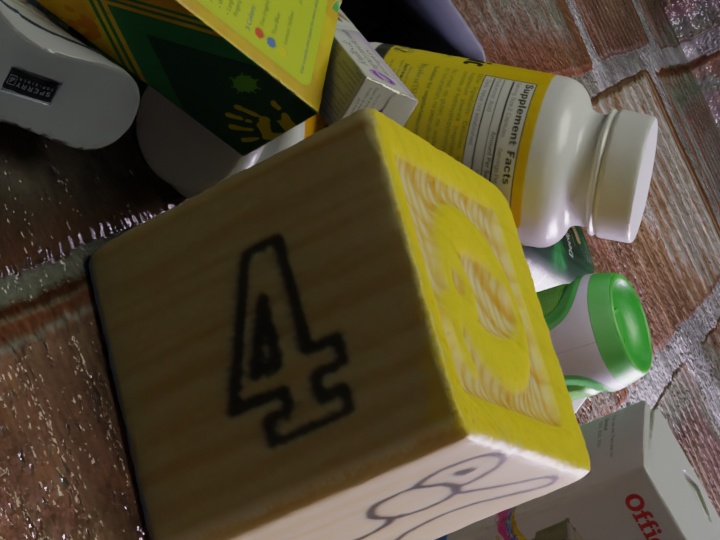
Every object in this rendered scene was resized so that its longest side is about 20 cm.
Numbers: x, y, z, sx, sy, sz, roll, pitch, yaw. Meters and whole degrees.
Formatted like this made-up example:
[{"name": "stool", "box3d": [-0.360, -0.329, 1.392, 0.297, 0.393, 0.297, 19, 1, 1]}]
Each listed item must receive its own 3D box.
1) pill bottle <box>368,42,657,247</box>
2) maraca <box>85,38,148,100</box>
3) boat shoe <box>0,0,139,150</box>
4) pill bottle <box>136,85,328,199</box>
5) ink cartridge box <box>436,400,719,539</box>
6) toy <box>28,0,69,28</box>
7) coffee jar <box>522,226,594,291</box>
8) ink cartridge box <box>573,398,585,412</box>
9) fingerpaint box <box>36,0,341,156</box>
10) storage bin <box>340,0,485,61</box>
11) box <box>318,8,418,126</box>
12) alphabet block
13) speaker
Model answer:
[{"name": "pill bottle", "box3d": [0.086, -0.077, 1.223, 0.111, 0.198, 0.113, 12, 90, -77]}, {"name": "maraca", "box3d": [-0.138, -0.210, 1.222, 0.137, 0.106, 0.202, 25, 69, -54]}, {"name": "boat shoe", "box3d": [-0.206, -0.125, 1.019, 0.199, 0.071, 0.070, 18, 18, -49]}, {"name": "pill bottle", "box3d": [-0.070, -0.099, 1.247, 0.110, 0.109, 0.200, 66, 21, 2]}, {"name": "ink cartridge box", "box3d": [0.143, 0.198, 1.308, 0.145, 0.199, 0.085, 57, 22, -20]}, {"name": "toy", "box3d": [-0.227, -0.208, 1.071, 0.200, 0.047, 0.116, 50, 25, -36]}, {"name": "coffee jar", "box3d": [0.086, -0.028, 1.368, 0.199, 0.085, 0.105, 19, 45, -55]}, {"name": "ink cartridge box", "box3d": [0.096, 0.056, 1.514, 0.177, 0.083, 0.200, 63, 21, -1]}, {"name": "fingerpaint box", "box3d": [-0.090, -0.198, 1.116, 0.166, 0.073, 0.201, 36, 47, -31]}, {"name": "storage bin", "box3d": [-0.023, -0.194, 1.459, 0.200, 0.145, 0.134, 48, 0, -37]}, {"name": "box", "box3d": [-0.020, -0.132, 1.161, 0.038, 0.042, 0.200, 22, 17, -28]}, {"name": "alphabet block", "box3d": [-0.011, 0.054, 1.096, 0.195, 0.199, 0.198, 23, 46, -61]}, {"name": "speaker", "box3d": [0.102, 0.064, 1.345, 0.088, 0.198, 0.089, 44, 37, -46]}]
